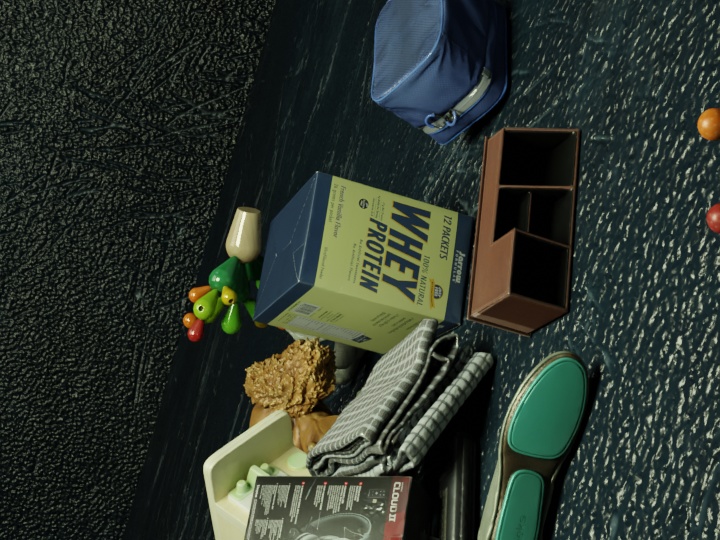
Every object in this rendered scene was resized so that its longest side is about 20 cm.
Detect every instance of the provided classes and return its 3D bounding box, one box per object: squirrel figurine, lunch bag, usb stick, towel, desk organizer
[{"bbox_3d":[-0.069,0.192,1.531,0.186,0.140,0.202,-5,105,65],"label":"squirrel figurine"},{"bbox_3d":[0.104,-0.254,1.440,0.135,0.131,0.202,-34,40,43],"label":"lunch bag"},{"bbox_3d":[0.094,0.260,1.182,0.056,0.032,0.202,117,161,-56],"label":"usb stick"},{"bbox_3d":[0.032,0.150,1.269,0.166,0.085,0.200,-49,2,-29],"label":"towel"},{"bbox_3d":[0.161,-0.047,1.166,0.077,0.071,0.202,142,140,-60],"label":"desk organizer"}]

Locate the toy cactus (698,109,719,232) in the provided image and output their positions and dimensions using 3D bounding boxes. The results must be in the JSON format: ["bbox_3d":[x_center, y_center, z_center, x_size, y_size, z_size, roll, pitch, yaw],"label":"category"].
[{"bbox_3d":[0.279,-0.036,0.729,0.199,0.101,0.167,-13,73,62],"label":"toy cactus"}]

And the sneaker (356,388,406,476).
[{"bbox_3d":[0.014,0.232,1.389,0.074,0.078,0.202,141,140,-61],"label":"sneaker"}]

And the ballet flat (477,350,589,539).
[{"bbox_3d":[0.144,0.163,1.045,0.064,0.067,0.202,-148,74,-80],"label":"ballet flat"}]

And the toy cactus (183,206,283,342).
[{"bbox_3d":[-0.148,0.007,1.508,0.199,0.101,0.167,-15,-60,-57],"label":"toy cactus"}]

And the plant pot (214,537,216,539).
[{"bbox_3d":[-0.137,0.436,1.542,0.200,0.198,0.179,-45,21,59],"label":"plant pot"}]

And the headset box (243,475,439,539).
[{"bbox_3d":[-0.018,0.288,1.193,0.077,0.198,0.150,53,-140,-52],"label":"headset box"}]

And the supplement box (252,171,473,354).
[{"bbox_3d":[0.000,0.000,1.426,0.200,0.198,0.136,144,138,-65],"label":"supplement box"}]

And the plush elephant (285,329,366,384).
[{"bbox_3d":[-0.050,0.042,1.633,0.200,0.153,0.167,132,149,-58],"label":"plush elephant"}]

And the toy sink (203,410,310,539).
[{"bbox_3d":[-0.089,0.290,1.397,0.111,0.130,0.202,24,132,37],"label":"toy sink"}]
